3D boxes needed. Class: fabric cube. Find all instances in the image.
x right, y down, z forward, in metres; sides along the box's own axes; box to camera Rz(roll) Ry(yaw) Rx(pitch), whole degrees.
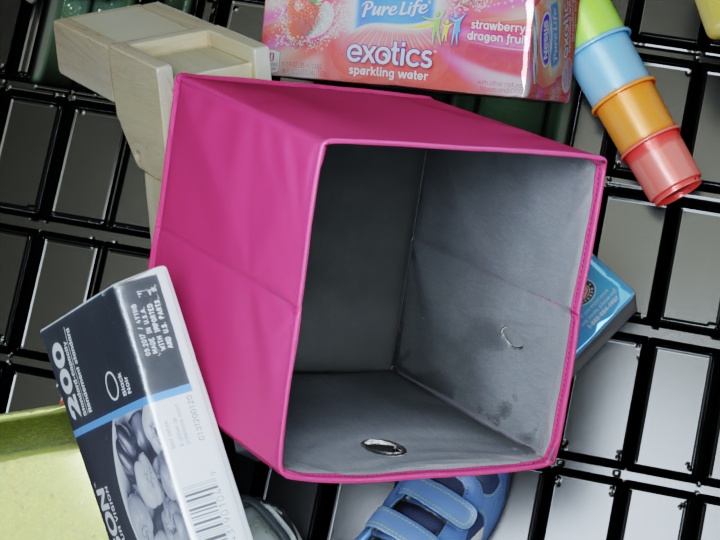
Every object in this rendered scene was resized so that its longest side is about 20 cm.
[{"bbox_3d":[0.000,0.000,1.236,0.196,0.199,0.200,1,104,-32],"label":"fabric cube"}]

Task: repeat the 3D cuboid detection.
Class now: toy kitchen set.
[{"bbox_3d":[-0.090,-0.072,1.389,0.163,0.180,0.200,-14,113,-27],"label":"toy kitchen set"}]

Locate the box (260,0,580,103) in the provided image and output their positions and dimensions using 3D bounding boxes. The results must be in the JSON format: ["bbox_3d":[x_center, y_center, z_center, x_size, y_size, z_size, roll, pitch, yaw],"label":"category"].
[{"bbox_3d":[0.041,-0.173,1.399,0.200,0.095,0.103,8,95,24],"label":"box"}]

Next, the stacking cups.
[{"bbox_3d":[0.176,-0.139,1.427,0.060,0.061,0.200,-29,81,3],"label":"stacking cups"}]

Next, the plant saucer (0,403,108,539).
[{"bbox_3d":[-0.193,0.190,1.374,0.200,0.048,0.200,-9,85,-1],"label":"plant saucer"}]

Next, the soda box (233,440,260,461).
[{"bbox_3d":[-0.068,0.028,1.425,0.068,0.063,0.200,-13,77,7],"label":"soda box"}]

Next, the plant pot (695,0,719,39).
[{"bbox_3d":[0.330,-0.151,1.338,0.201,0.201,0.189,-16,93,6],"label":"plant pot"}]

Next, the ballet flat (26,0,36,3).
[{"bbox_3d":[-0.162,-0.235,1.497,0.200,0.071,0.071,-10,78,7],"label":"ballet flat"}]

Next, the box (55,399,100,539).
[{"bbox_3d":[-0.185,0.124,1.432,0.075,0.050,0.200,35,87,12],"label":"box"}]

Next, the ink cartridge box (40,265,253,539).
[{"bbox_3d":[-0.138,0.115,1.259,0.043,0.200,0.198,-16,84,-26],"label":"ink cartridge box"}]

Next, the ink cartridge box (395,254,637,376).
[{"bbox_3d":[0.079,-0.005,1.405,0.200,0.067,0.116,44,90,14],"label":"ink cartridge box"}]

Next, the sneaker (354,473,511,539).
[{"bbox_3d":[0.039,0.180,1.369,0.074,0.082,0.200,27,84,15],"label":"sneaker"}]

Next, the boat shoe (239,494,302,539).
[{"bbox_3d":[-0.044,0.235,1.300,0.076,0.060,0.200,-31,66,0],"label":"boat shoe"}]
